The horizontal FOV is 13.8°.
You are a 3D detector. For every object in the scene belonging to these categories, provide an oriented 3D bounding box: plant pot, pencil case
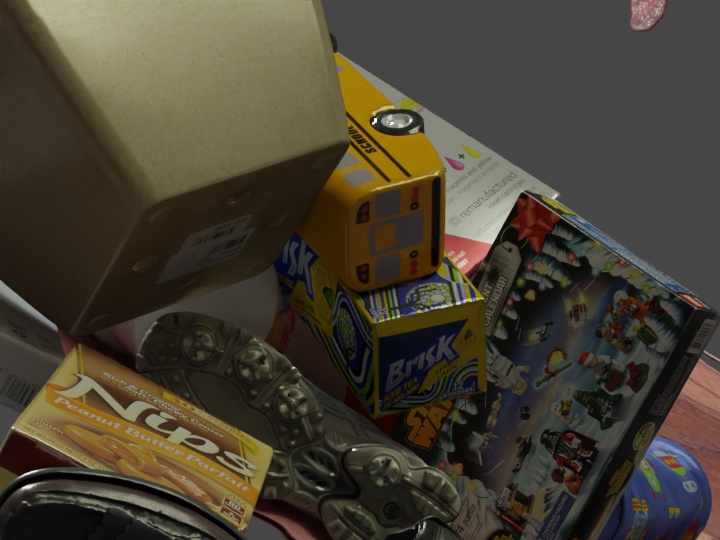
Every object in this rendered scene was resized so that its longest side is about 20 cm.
[{"bbox_3d":[-0.120,-0.086,1.562,0.199,0.200,0.178,-19,68,-34],"label":"plant pot"},{"bbox_3d":[0.159,0.142,1.869,0.087,0.078,0.200,62,18,12],"label":"pencil case"}]

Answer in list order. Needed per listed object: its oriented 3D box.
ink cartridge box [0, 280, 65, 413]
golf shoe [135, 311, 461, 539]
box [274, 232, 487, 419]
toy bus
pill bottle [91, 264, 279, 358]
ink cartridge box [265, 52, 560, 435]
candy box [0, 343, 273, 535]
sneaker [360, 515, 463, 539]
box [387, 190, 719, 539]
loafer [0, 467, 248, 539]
[{"bbox_3d":[-0.214,0.012,1.584,0.099,0.039,0.200,26,12,-17],"label":"ink cartridge box"},{"bbox_3d":[-0.040,0.091,1.618,0.200,0.078,0.097,38,2,-9],"label":"golf shoe"},{"bbox_3d":[0.000,0.000,1.662,0.070,0.065,0.200,-12,32,-18],"label":"box"},{"bbox_3d":[-0.018,-0.066,1.647,0.078,0.065,0.200,-16,35,-22],"label":"toy bus"},{"bbox_3d":[-0.135,-0.020,1.746,0.113,0.114,0.200,21,14,-40],"label":"pill bottle"},{"bbox_3d":[-0.004,-0.015,1.856,0.200,0.145,0.145,33,48,21],"label":"ink cartridge box"},{"bbox_3d":[-0.109,0.101,1.395,0.115,0.055,0.200,29,10,-2],"label":"candy box"},{"bbox_3d":[0.055,0.163,1.519,0.090,0.067,0.200,38,15,29],"label":"sneaker"},{"bbox_3d":[0.102,0.074,1.700,0.137,0.201,0.040,35,13,32],"label":"box"},{"bbox_3d":[-0.065,0.148,1.259,0.199,0.072,0.063,30,14,-16],"label":"loafer"}]
